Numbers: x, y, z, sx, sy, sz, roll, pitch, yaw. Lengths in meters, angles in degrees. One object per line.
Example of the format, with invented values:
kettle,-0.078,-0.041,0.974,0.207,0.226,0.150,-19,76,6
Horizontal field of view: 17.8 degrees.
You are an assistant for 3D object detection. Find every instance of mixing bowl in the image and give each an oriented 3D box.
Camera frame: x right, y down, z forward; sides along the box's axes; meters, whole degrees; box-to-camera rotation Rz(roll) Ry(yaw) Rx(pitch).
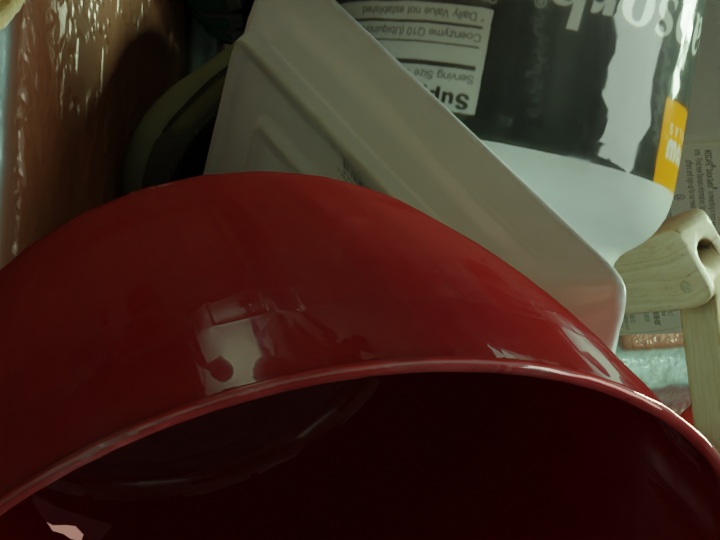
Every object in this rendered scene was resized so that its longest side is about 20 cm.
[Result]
mixing bowl,-0.025,0.051,0.509,0.200,0.200,0.109,76,-5,-49

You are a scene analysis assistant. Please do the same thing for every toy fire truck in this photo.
toy fire truck,0.084,-0.003,0.817,0.049,0.141,0.200,-36,141,-39

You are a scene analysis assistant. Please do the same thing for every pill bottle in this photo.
pill bottle,0.046,-0.069,0.702,0.116,0.116,0.201,27,72,-79

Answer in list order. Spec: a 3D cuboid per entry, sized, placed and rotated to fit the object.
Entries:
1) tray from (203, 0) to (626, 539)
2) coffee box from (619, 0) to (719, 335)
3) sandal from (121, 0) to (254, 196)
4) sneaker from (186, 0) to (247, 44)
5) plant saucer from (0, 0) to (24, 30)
tray,0.000,0.000,0.631,0.200,0.022,0.108,48,-49,48
coffee box,0.069,-0.095,0.993,0.200,0.197,0.200,65,24,-65
sandal,-0.024,-0.070,0.787,0.201,0.057,0.080,-30,136,-52
sneaker,-0.023,-0.130,0.795,0.200,0.087,0.075,47,41,-74
plant saucer,-0.105,-0.147,0.478,0.200,0.035,0.201,-2,90,-80
